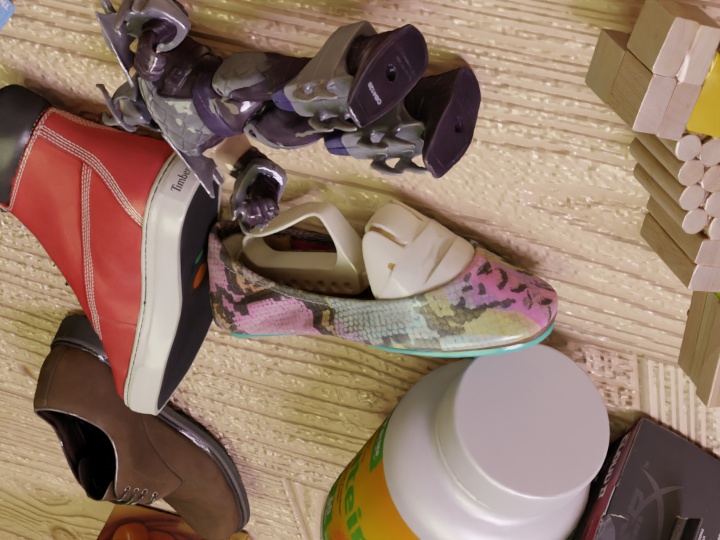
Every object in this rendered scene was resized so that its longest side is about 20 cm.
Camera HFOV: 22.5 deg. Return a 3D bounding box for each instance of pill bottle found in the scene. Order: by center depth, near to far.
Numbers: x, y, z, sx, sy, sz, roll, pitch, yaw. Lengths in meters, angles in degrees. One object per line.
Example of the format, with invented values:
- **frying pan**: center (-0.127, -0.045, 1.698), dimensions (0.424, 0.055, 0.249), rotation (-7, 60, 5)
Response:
- **pill bottle**: center (0.055, 0.114, 0.957), dimensions (0.111, 0.112, 0.200), rotation (29, 149, -3)

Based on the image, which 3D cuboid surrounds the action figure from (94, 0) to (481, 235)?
- **action figure**: center (-0.050, -0.075, 0.803), dimensions (0.199, 0.070, 0.130), rotation (2, 146, 41)

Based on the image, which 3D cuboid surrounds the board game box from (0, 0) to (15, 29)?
- **board game box**: center (-0.285, -0.155, 0.898), dimensions (0.199, 0.037, 0.151), rotation (-6, 136, 44)

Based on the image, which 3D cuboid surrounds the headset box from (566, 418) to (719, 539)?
- **headset box**: center (0.125, 0.181, 0.965), dimensions (0.075, 0.149, 0.200), rotation (28, 149, -3)

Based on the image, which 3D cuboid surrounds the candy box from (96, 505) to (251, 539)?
- **candy box**: center (-0.160, 0.267, 1.268), dimensions (0.116, 0.201, 0.057), rotation (9, 146, 27)

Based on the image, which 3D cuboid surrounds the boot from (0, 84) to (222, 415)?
- **boot**: center (-0.151, -0.012, 0.977), dimensions (0.143, 0.073, 0.201), rotation (22, 141, 11)

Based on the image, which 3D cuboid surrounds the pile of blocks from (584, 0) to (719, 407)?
- **pile of blocks**: center (0.146, -0.035, 0.731), dimensions (0.062, 0.082, 0.201), rotation (-121, 7, -54)

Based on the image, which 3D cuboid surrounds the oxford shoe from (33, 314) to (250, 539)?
- **oxford shoe**: center (-0.144, 0.122, 1.155), dimensions (0.072, 0.085, 0.200), rotation (-6, 138, 40)

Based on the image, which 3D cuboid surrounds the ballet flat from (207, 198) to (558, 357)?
- **ballet flat**: center (0.000, 0.000, 0.887), dimensions (0.199, 0.069, 0.072), rotation (3, 122, 36)
